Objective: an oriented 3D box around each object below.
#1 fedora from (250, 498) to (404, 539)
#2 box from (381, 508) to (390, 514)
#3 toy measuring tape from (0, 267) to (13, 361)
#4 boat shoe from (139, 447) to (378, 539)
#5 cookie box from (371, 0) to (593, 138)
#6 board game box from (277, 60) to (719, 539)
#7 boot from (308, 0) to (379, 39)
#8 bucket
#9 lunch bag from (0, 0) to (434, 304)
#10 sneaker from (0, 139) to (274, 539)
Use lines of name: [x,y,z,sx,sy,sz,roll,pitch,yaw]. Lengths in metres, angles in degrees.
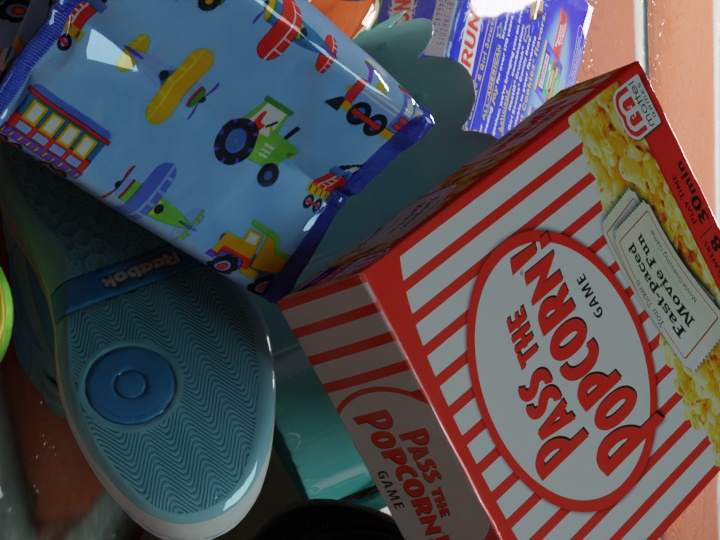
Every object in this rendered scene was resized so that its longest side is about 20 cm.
fedora: [-0.019,0.188,0.822,0.090,0.176,0.201,-1,82,-46]
box: [0.003,0.156,1.140,0.156,0.041,0.200,-49,177,34]
toy measuring tape: [-0.166,0.053,0.781,0.074,0.073,0.201,11,88,-66]
boat shoe: [-0.030,0.109,1.053,0.200,0.072,0.060,-43,130,-22]
cookie box: [0.055,-0.113,1.221,0.200,0.075,0.172,38,64,-64]
board game box: [0.074,0.029,0.820,0.200,0.046,0.152,-38,104,-45]
boot: [-0.038,-0.120,1.020,0.200,0.075,0.108,-56,151,-46]
bucket: [0.000,0.000,0.962,0.207,0.134,0.208,155,-90,-85]
lunch bag: [-0.090,-0.102,0.781,0.094,0.200,0.150,-48,134,8]
sneaker: [-0.085,0.041,0.838,0.131,0.079,0.201,95,-22,-52]
